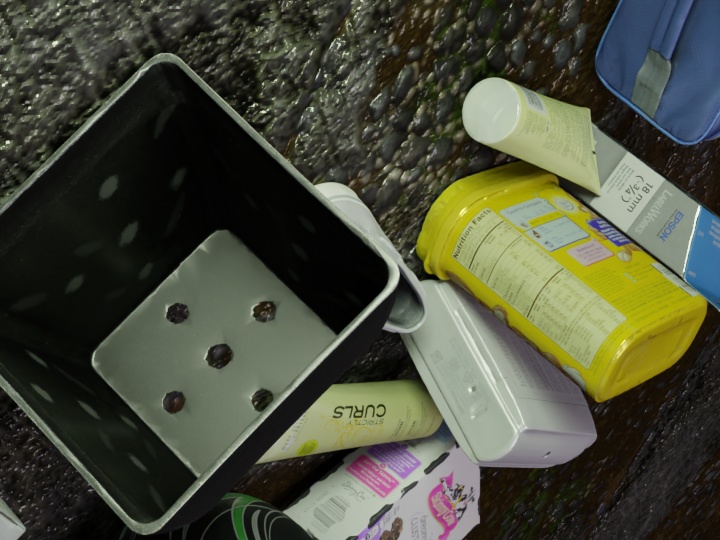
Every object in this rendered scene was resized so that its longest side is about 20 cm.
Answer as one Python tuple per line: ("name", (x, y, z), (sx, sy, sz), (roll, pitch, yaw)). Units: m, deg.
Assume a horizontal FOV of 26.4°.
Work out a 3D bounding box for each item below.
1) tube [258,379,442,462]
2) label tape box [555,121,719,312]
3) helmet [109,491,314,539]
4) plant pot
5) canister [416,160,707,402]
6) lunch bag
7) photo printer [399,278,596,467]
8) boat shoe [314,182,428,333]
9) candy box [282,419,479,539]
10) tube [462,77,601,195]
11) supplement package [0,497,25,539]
("tube", (-0.008, 0.124, 1.296), (0.199, 0.052, 0.059), (1, 82, -50))
("label tape box", (0.276, -0.038, 1.354), (0.063, 0.200, 0.144), (-53, 152, 10))
("helmet", (-0.114, 0.264, 1.179), (0.198, 0.191, 0.201), (-6, 124, -8))
("plant pot", (-0.103, 0.033, 0.921), (0.200, 0.199, 0.178), (-45, 163, -8))
("canister", (0.164, 0.006, 1.246), (0.148, 0.200, 0.087), (-18, 139, -44))
("lunch bag", (0.290, -0.206, 1.232), (0.132, 0.136, 0.201), (-17, 138, -46))
("photo printer", (0.125, 0.092, 1.342), (0.069, 0.167, 0.200), (-37, 158, 20))
("boat shoe", (0.000, 0.000, 1.142), (0.072, 0.068, 0.200), (-46, 152, -6))
("candy box", (0.024, 0.233, 1.439), (0.200, 0.071, 0.168), (-39, 145, -27))
("tube", (0.149, -0.109, 1.236), (0.199, 0.052, 0.058), (9, 113, -57))
("supplement package", (-0.303, 0.128, 0.819), (0.156, 0.111, 0.200), (-44, 151, -10))
